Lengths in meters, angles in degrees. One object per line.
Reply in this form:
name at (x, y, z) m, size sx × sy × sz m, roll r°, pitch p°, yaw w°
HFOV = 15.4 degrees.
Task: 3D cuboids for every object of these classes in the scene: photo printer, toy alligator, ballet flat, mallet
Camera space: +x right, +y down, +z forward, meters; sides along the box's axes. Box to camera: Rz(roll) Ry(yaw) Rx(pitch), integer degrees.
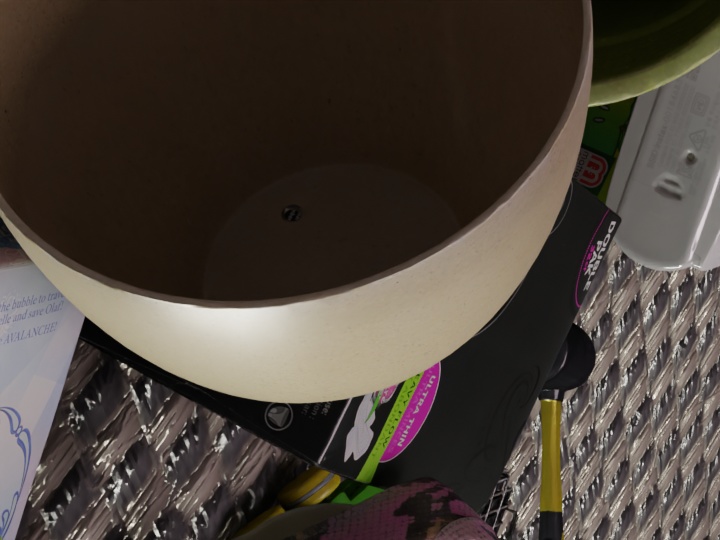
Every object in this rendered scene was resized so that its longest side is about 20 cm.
photo printer at (0.207, -0.091, 1.368) m, size 0.200 × 0.069 × 0.167 m, roll -17°, pitch 128°, yaw -61°
toy alligator at (-0.013, 0.121, 1.254) m, size 0.054 × 0.059 × 0.200 m, roll -30°, pitch -173°, yaw 45°
ballet flat at (-0.045, 0.128, 0.984) m, size 0.199 × 0.071 × 0.069 m, roll -20°, pitch 128°, yaw -15°
mallet at (0.099, 0.120, 1.419) m, size 0.066 × 0.041 × 0.201 m, roll 36°, pitch 54°, yaw -65°

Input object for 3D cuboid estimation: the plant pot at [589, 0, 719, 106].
plant pot at (0.090, -0.174, 1.039) m, size 0.190 × 0.199 × 0.201 m, roll -36°, pitch 146°, yaw -71°

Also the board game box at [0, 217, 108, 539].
board game box at (-0.177, 0.084, 0.862) m, size 0.200 × 0.043 × 0.200 m, roll -14°, pitch 127°, yaw -62°

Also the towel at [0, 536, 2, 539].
towel at (-0.179, 0.177, 0.876) m, size 0.200 × 0.023 × 0.144 m, roll -50°, pitch 154°, yaw -30°

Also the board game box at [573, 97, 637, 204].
board game box at (0.167, -0.118, 1.406) m, size 0.200 × 0.048 × 0.102 m, roll -64°, pitch 158°, yaw -3°

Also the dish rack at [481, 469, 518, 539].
dish rack at (0.021, 0.192, 1.379) m, size 0.153 × 0.054 × 0.201 m, roll -4°, pitch 114°, yaw -75°

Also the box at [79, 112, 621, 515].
box at (0.000, 0.000, 1.061) m, size 0.149 × 0.124 × 0.200 m, roll -63°, pitch 158°, yaw -1°

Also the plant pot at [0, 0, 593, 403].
plant pot at (-0.019, -0.034, 0.880) m, size 0.200 × 0.200 × 0.135 m, roll -54°, pitch 154°, yaw -25°
